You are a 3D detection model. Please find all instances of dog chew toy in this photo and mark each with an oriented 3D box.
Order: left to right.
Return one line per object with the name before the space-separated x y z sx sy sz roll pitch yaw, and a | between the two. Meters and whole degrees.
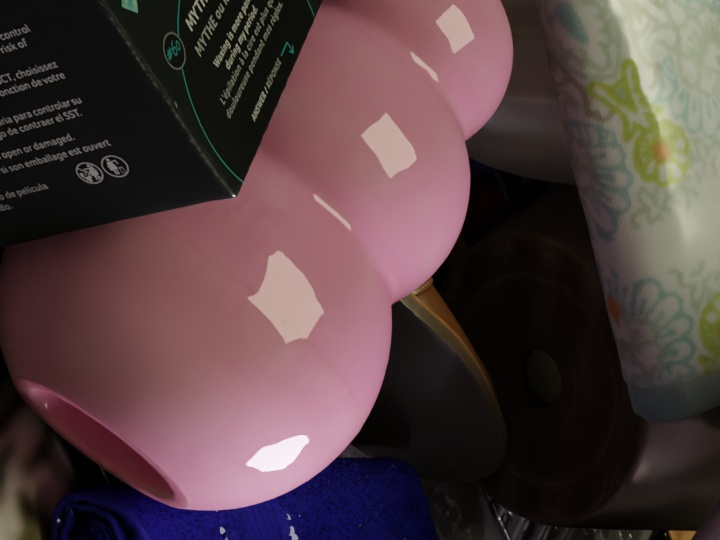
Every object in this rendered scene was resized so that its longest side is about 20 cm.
dog chew toy | -0.023 -0.025 0.813 0.200 0.124 0.125 -54 132 -16

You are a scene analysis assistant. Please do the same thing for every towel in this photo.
towel | -0.023 0.139 0.881 0.200 0.049 0.149 0 82 -60
towel | 0.152 -0.060 0.947 0.200 0.048 0.172 -28 108 -34

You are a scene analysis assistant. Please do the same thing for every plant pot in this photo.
plant pot | 0.125 0.028 1.060 0.173 0.200 0.201 -14 93 -42

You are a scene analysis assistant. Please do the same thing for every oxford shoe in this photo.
oxford shoe | 0.000 0.000 0.946 0.200 0.071 0.071 55 34 -34

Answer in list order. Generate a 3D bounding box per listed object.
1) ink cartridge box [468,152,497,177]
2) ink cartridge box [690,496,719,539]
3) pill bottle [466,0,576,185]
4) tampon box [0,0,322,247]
ink cartridge box | 0.057 -0.090 1.093 0.200 0.044 0.095 -17 94 -59
ink cartridge box | 0.224 0.113 0.889 0.200 0.146 0.145 40 38 9
pill bottle | 0.090 -0.142 0.998 0.116 0.116 0.201 30 65 -52
tampon box | -0.112 -0.129 0.736 0.200 0.126 0.150 58 36 -32
